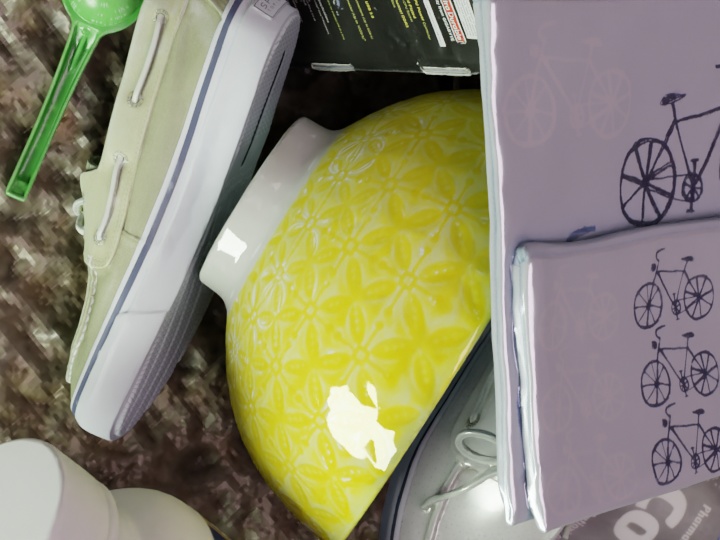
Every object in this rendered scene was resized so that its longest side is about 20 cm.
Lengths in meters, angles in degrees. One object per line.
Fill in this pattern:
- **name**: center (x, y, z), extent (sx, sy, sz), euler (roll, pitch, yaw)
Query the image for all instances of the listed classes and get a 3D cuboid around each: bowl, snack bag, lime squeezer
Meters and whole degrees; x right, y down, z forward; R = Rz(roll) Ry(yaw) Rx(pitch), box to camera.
- **bowl**: center (0.000, 0.000, 0.982), extent (0.107, 0.200, 0.201), euler (32, 87, 1)
- **snack bag**: center (0.114, -0.015, 0.928), extent (0.188, 0.021, 0.201), euler (-9, 97, -45)
- **lime squeezer**: center (-0.095, -0.121, 0.971), extent (0.038, 0.071, 0.200), euler (15, 123, -20)

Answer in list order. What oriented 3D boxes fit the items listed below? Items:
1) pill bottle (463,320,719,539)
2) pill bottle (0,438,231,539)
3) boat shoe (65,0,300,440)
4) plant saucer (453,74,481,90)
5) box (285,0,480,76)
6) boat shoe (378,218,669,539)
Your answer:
- **pill bottle**: center (0.125, 0.094, 1.105), extent (0.200, 0.114, 0.114), euler (32, 88, -28)
- **pill bottle**: center (-0.084, 0.157, 0.965), extent (0.120, 0.120, 0.200), euler (-50, 124, -7)
- **boat shoe**: center (-0.085, -0.029, 1.004), extent (0.062, 0.072, 0.201), euler (24, 103, 10)
- **plant saucer**: center (0.123, -0.089, 1.101), extent (0.200, 0.037, 0.201), euler (-6, 105, -24)
- **box**: center (-0.009, -0.173, 0.941), extent (0.049, 0.159, 0.201), euler (-37, 116, -31)
- **boat shoe**: center (0.074, 0.064, 0.966), extent (0.074, 0.086, 0.202), euler (30, 89, -11)
